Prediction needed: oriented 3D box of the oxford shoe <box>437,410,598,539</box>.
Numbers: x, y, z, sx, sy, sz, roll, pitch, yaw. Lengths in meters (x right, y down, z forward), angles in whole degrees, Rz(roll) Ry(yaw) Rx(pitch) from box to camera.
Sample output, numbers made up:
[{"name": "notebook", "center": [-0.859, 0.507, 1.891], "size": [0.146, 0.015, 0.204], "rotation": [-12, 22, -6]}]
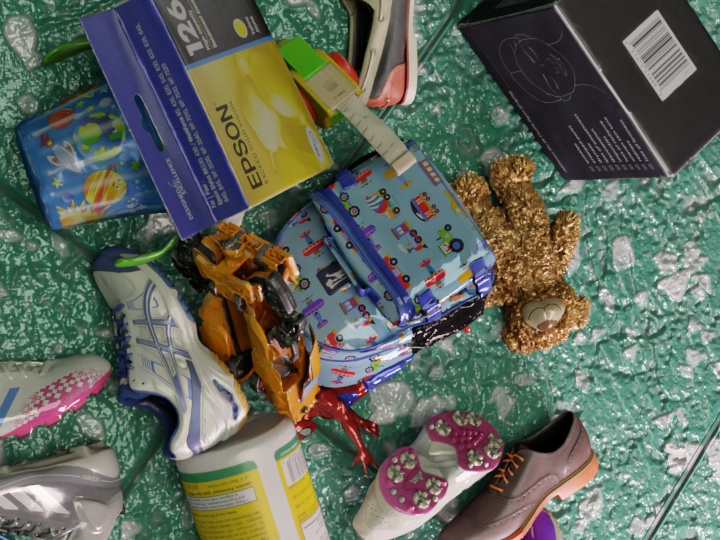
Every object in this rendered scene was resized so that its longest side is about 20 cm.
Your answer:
[{"name": "oxford shoe", "center": [0.144, 0.208, 1.640], "size": [0.200, 0.071, 0.073], "rotation": [-35, 121, -28]}]

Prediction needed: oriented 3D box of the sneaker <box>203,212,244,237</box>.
[{"name": "sneaker", "center": [-0.144, -0.123, 1.513], "size": [0.082, 0.074, 0.201], "rotation": [5, 79, -23]}]

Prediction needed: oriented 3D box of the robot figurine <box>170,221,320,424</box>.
[{"name": "robot figurine", "center": [-0.092, 0.039, 1.453], "size": [0.058, 0.145, 0.201], "rotation": [-44, 147, -30]}]

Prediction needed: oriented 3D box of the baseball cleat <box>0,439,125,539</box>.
[{"name": "baseball cleat", "center": [-0.282, 0.208, 1.437], "size": [0.199, 0.070, 0.107], "rotation": [-13, 87, -39]}]

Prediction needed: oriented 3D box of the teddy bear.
[{"name": "teddy bear", "center": [0.155, -0.015, 1.644], "size": [0.144, 0.067, 0.201], "rotation": [-8, 95, -20]}]

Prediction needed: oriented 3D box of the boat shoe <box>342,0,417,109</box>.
[{"name": "boat shoe", "center": [0.013, -0.252, 1.577], "size": [0.062, 0.071, 0.201], "rotation": [-5, 98, -20]}]

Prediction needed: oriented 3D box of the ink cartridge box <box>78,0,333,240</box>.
[{"name": "ink cartridge box", "center": [-0.123, -0.147, 1.415], "size": [0.200, 0.047, 0.198], "rotation": [-35, 101, -59]}]

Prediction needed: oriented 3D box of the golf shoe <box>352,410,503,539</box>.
[{"name": "golf shoe", "center": [0.061, 0.195, 1.599], "size": [0.075, 0.092, 0.200], "rotation": [49, 37, 15]}]

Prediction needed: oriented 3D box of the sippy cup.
[{"name": "sippy cup", "center": [-0.223, -0.099, 1.452], "size": [0.130, 0.178, 0.140], "rotation": [-20, 141, -11]}]

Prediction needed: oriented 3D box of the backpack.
[{"name": "backpack", "center": [0.000, 0.000, 1.529], "size": [0.199, 0.135, 0.183], "rotation": [-28, 78, -11]}]

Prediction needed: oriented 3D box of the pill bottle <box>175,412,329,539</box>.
[{"name": "pill bottle", "center": [-0.087, 0.240, 1.525], "size": [0.112, 0.113, 0.201], "rotation": [-21, 100, -21]}]

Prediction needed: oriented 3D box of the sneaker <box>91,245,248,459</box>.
[{"name": "sneaker", "center": [-0.184, 0.071, 1.470], "size": [0.088, 0.075, 0.200], "rotation": [-33, 81, -27]}]

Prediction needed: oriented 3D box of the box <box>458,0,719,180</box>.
[{"name": "box", "center": [0.227, -0.197, 1.598], "size": [0.124, 0.196, 0.200], "rotation": [-42, 107, -17]}]

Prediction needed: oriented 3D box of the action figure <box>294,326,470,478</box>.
[{"name": "action figure", "center": [0.024, 0.120, 1.592], "size": [0.199, 0.065, 0.099], "rotation": [-30, 94, -19]}]

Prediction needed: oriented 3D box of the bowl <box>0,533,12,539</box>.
[{"name": "bowl", "center": [-0.358, 0.316, 1.451], "size": [0.200, 0.039, 0.202], "rotation": [-1, 92, -24]}]

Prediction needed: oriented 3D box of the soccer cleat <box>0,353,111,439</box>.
[{"name": "soccer cleat", "center": [-0.311, 0.105, 1.446], "size": [0.199, 0.070, 0.087], "rotation": [-28, 103, -19]}]

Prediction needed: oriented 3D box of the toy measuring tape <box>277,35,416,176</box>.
[{"name": "toy measuring tape", "center": [-0.014, -0.141, 1.528], "size": [0.073, 0.074, 0.200], "rotation": [-31, 59, -21]}]

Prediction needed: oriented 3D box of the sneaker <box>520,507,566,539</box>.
[{"name": "sneaker", "center": [0.139, 0.327, 1.648], "size": [0.099, 0.070, 0.201], "rotation": [11, 87, -21]}]
